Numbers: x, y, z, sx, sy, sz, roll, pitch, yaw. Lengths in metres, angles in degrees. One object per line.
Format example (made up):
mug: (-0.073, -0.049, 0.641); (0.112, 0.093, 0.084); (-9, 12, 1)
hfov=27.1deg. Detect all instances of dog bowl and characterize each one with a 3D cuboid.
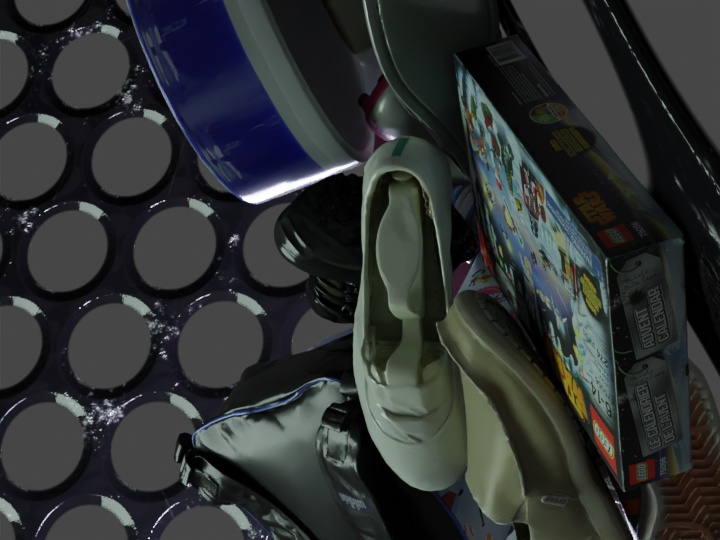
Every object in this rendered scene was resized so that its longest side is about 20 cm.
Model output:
dog bowl: (-0.067, -0.146, 0.915); (0.201, 0.078, 0.201); (-90, -26, -56)

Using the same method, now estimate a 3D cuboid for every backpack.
backpack: (0.010, 0.133, 0.972); (0.199, 0.154, 0.192); (-20, 107, 47)

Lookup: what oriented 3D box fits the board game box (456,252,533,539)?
board game box: (0.119, 0.088, 1.121); (0.148, 0.064, 0.201); (60, -144, -24)

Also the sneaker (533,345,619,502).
sneaker: (0.146, 0.106, 0.963); (0.116, 0.075, 0.200); (56, -168, -1)

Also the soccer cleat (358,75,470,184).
soccer cleat: (0.060, -0.095, 0.945); (0.086, 0.070, 0.200); (43, -171, 8)

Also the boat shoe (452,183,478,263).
boat shoe: (0.063, -0.051, 1.107); (0.072, 0.073, 0.200); (24, -174, 9)

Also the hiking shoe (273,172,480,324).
hiking shoe: (0.000, 0.000, 0.926); (0.076, 0.101, 0.199); (52, -157, 21)

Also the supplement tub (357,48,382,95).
supplement tub: (-0.053, -0.142, 1.122); (0.146, 0.144, 0.200); (61, 173, 1)

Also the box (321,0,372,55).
box: (-0.021, -0.238, 0.863); (0.201, 0.077, 0.095); (61, -178, -26)

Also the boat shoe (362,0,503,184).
boat shoe: (0.047, -0.112, 0.816); (0.201, 0.075, 0.060); (61, 176, -37)

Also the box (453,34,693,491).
box: (0.101, -0.010, 0.732); (0.201, 0.039, 0.138); (-116, 11, -53)

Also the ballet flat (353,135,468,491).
ballet flat: (0.024, 0.029, 0.814); (0.069, 0.069, 0.203); (-106, 13, -81)

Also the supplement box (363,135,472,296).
supplement box: (0.075, -0.069, 1.341); (0.132, 0.102, 0.200); (60, -177, -28)

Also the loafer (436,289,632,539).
loafer: (0.085, 0.097, 0.800); (0.201, 0.068, 0.076); (58, -176, -32)

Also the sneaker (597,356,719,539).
sneaker: (0.169, 0.100, 0.841); (0.080, 0.071, 0.201); (-115, 4, -53)
